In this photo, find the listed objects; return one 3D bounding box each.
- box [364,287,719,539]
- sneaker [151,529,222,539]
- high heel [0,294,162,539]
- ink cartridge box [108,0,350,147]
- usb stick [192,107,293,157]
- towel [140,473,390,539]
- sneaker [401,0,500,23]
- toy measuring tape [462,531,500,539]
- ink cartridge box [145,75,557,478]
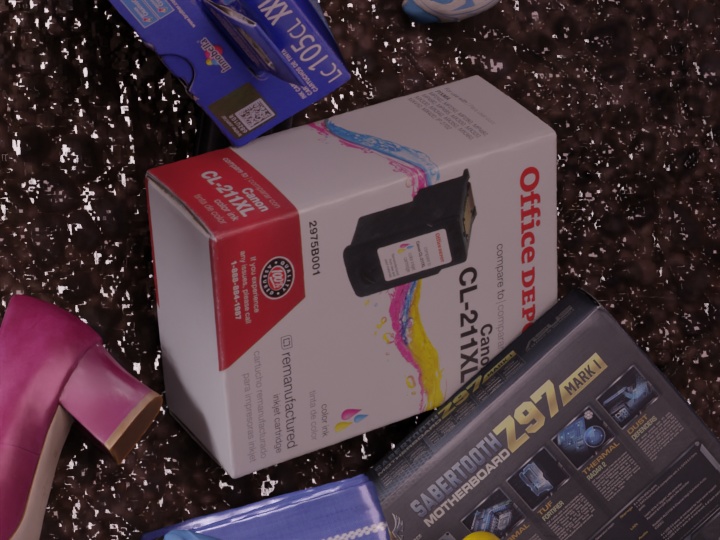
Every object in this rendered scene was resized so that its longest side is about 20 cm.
[{"bbox_3d":[0.093,0.132,1.288,0.200,0.051,0.158,-43,106,-1],"label":"box"},{"bbox_3d":[-0.074,0.220,1.213,0.071,0.083,0.200,-11,103,-24],"label":"sneaker"},{"bbox_3d":[-0.195,0.105,1.232,0.096,0.067,0.200,36,77,15],"label":"high heel"},{"bbox_3d":[-0.081,-0.157,1.236,0.076,0.136,0.200,-30,46,10],"label":"ink cartridge box"},{"bbox_3d":[-0.063,-0.076,1.332,0.055,0.033,0.200,15,73,-27],"label":"usb stick"},{"bbox_3d":[-0.031,0.213,1.240,0.145,0.024,0.200,-18,84,20],"label":"towel"},{"bbox_3d":[0.027,-0.233,1.387,0.072,0.072,0.200,-18,77,6],"label":"sneaker"},{"bbox_3d":[0.067,0.222,1.245,0.073,0.074,0.200,-9,113,-23],"label":"toy measuring tape"},{"bbox_3d":[0.000,0.000,1.276,0.200,0.083,0.146,-18,123,-24],"label":"ink cartridge box"}]
